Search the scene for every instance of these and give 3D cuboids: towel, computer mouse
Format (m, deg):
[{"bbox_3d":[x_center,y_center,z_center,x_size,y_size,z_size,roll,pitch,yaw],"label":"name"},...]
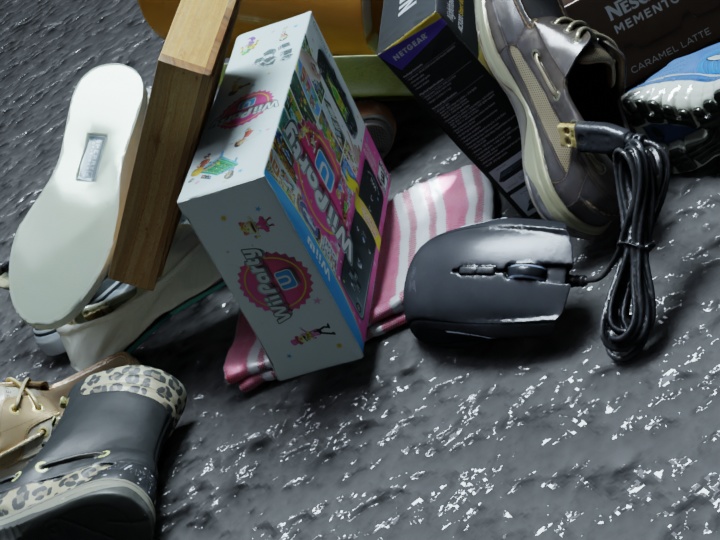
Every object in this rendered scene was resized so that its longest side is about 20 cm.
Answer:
[{"bbox_3d":[0.000,0.000,1.181,0.199,0.030,0.147,-24,28,15],"label":"towel"},{"bbox_3d":[0.093,-0.023,1.028,0.200,0.046,0.141,2,77,48],"label":"computer mouse"}]

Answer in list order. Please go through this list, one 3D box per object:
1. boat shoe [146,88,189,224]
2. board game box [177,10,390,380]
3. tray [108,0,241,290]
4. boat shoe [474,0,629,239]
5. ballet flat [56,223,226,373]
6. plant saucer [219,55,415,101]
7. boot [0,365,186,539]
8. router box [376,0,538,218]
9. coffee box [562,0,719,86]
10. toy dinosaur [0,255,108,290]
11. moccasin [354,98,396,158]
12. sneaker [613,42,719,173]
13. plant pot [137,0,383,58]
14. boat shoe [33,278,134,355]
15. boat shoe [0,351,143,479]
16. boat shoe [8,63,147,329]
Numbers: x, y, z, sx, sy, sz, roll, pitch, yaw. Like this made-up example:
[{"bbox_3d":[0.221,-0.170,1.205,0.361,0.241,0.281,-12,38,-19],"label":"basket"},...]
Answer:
[{"bbox_3d":[-0.137,-0.069,1.312,0.202,0.065,0.075,48,115,26],"label":"boat shoe"},{"bbox_3d":[-0.042,-0.051,1.124,0.064,0.148,0.200,-15,33,20],"label":"board game box"},{"bbox_3d":[-0.119,-0.089,1.122,0.037,0.200,0.099,16,47,-4],"label":"tray"},{"bbox_3d":[0.132,-0.120,1.085,0.074,0.201,0.073,0,-23,-45],"label":"boat shoe"},{"bbox_3d":[-0.144,0.008,1.230,0.200,0.069,0.070,-35,23,26],"label":"ballet flat"},{"bbox_3d":[-0.019,-0.147,1.357,0.199,0.031,0.200,-1,3,0],"label":"plant saucer"},{"bbox_3d":[-0.208,0.142,1.119,0.203,0.074,0.154,-18,26,18],"label":"boot"},{"bbox_3d":[0.085,-0.148,1.195,0.052,0.157,0.200,-35,24,23],"label":"router box"},{"bbox_3d":[0.194,-0.221,1.293,0.114,0.080,0.200,-28,27,8],"label":"coffee box"},{"bbox_3d":[-0.232,-0.003,1.297,0.199,0.048,0.088,-11,2,34],"label":"toy dinosaur"},{"bbox_3d":[-0.060,-0.090,1.354,0.201,0.074,0.078,-25,43,34],"label":"moccasin"},{"bbox_3d":[0.246,-0.112,1.057,0.200,0.079,0.089,6,47,51],"label":"sneaker"},{"bbox_3d":[-0.044,-0.248,1.335,0.183,0.201,0.200,19,51,23],"label":"plant pot"},{"bbox_3d":[-0.203,-0.019,1.383,0.072,0.071,0.200,-6,38,41],"label":"boat shoe"},{"bbox_3d":[-0.237,0.111,1.198,0.200,0.069,0.074,-35,25,-9],"label":"boat shoe"},{"bbox_3d":[-0.187,-0.044,1.218,0.070,0.072,0.202,10,68,12],"label":"boat shoe"}]
